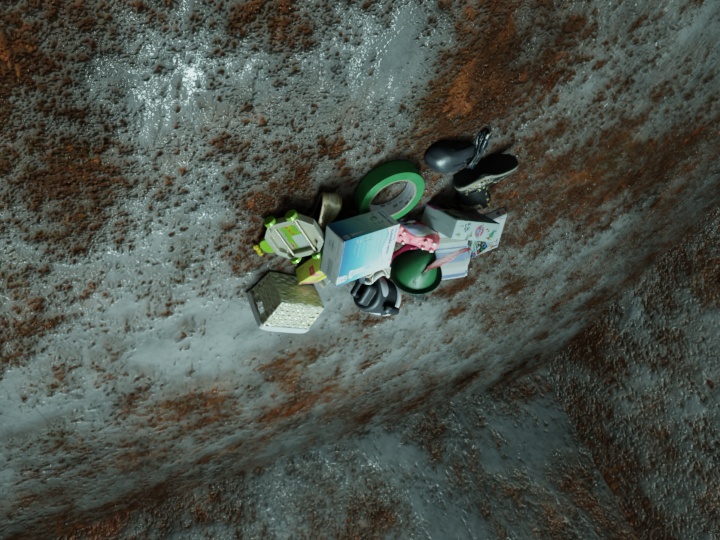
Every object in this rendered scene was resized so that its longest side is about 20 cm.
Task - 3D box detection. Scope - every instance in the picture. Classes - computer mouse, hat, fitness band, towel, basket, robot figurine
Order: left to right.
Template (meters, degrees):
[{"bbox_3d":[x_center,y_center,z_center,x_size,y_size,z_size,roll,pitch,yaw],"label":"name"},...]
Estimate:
[{"bbox_3d":[-0.222,0.096,1.729,0.197,0.137,0.123,13,130,-49],"label":"basket"},{"bbox_3d":[0.051,0.083,1.883,0.122,0.155,0.198,-19,158,31],"label":"robot figurine"},{"bbox_3d":[0.127,-0.088,1.821,0.199,0.038,0.142,-40,151,24],"label":"fitness band"},{"bbox_3d":[0.195,-0.046,1.735,0.195,0.168,0.178,-18,151,-18],"label":"hat"},{"bbox_3d":[0.298,-0.071,1.875,0.143,0.024,0.207,-8,105,-31],"label":"towel"},{"bbox_3d":[0.266,-0.310,1.553,0.195,0.054,0.140,-12,149,-24],"label":"computer mouse"}]

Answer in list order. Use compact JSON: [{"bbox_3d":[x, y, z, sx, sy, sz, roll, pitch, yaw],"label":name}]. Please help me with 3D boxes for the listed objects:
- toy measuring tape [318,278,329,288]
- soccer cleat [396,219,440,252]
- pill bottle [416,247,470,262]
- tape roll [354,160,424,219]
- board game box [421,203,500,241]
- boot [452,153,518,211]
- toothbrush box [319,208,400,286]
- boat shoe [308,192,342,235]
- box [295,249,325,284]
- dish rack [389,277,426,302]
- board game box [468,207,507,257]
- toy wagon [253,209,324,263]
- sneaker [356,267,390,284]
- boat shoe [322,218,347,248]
[{"bbox_3d":[-0.057,-0.022,1.710,0.200,0.074,0.073,-47,148,7],"label":"toy measuring tape"},{"bbox_3d":[0.147,-0.118,1.714,0.195,0.078,0.068,20,133,-4],"label":"soccer cleat"},{"bbox_3d":[0.278,-0.039,1.946,0.195,0.106,0.105,-6,146,-32],"label":"pill bottle"},{"bbox_3d":[0.079,-0.212,1.565,0.195,0.049,0.202,-20,150,-11],"label":"tape roll"},{"bbox_3d":[0.307,-0.147,1.747,0.196,0.147,0.066,1,115,-38],"label":"board game box"},{"bbox_3d":[0.376,-0.258,1.705,0.195,0.075,0.151,-24,150,4],"label":"boot"},{"bbox_3d":[-0.002,-0.064,1.527,0.196,0.085,0.149,-20,137,-35],"label":"toothbrush box"},{"bbox_3d":[-0.116,-0.130,1.524,0.063,0.072,0.202,5,133,-30],"label":"boat shoe"},{"bbox_3d":[-0.117,-0.010,1.658,0.073,0.052,0.199,-5,168,-33],"label":"box"},{"bbox_3d":[0.158,0.048,1.955,0.055,0.151,0.201,-54,159,-20],"label":"dish rack"},{"bbox_3d":[0.439,-0.128,2.007,0.123,0.035,0.202,-22,151,-10],"label":"board game box"},{"bbox_3d":[-0.194,-0.085,1.507,0.195,0.040,0.156,-11,134,24],"label":"toy wagon"},{"bbox_3d":[0.000,0.000,1.773,0.194,0.082,0.079,-10,159,1],"label":"sneaker"},{"bbox_3d":[-0.041,-0.111,1.626,0.194,0.072,0.078,-8,116,-20],"label":"boat shoe"}]
